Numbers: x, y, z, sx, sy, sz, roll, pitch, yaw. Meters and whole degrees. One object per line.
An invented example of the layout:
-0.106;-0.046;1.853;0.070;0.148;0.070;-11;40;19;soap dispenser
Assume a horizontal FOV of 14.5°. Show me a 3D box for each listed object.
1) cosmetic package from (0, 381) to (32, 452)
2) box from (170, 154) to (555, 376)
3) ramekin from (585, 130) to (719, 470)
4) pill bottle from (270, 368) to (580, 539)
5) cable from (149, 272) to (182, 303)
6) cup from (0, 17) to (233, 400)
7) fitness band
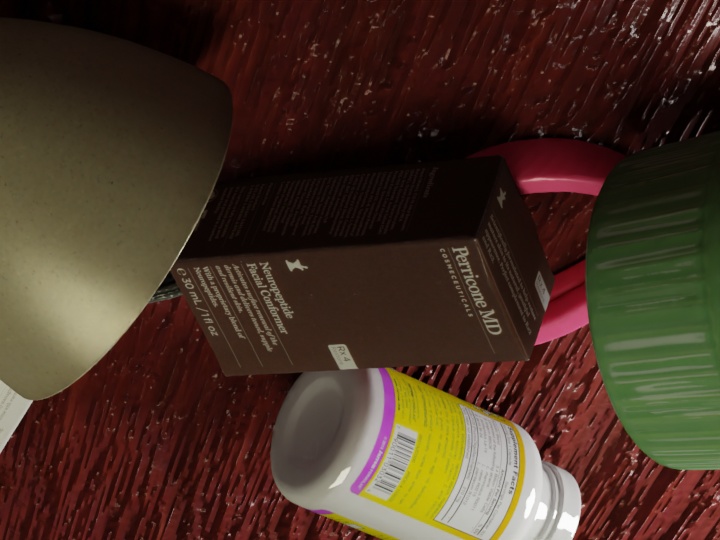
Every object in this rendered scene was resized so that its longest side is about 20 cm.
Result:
-0.282;0.023;1.657;0.199;0.085;0.108;26;125;-17;cosmetic package
0.000;0.000;1.616;0.199;0.075;0.100;-6;132;25;box
0.204;0.017;1.565;0.097;0.201;0.200;-8;147;30;ramekin
0.046;0.132;1.835;0.199;0.105;0.104;25;141;-32;pill bottle
-0.179;0.029;1.734;0.199;0.051;0.097;-6;141;16;cable
-0.182;-0.054;1.493;0.143;0.201;0.200;34;138;-22;cup
0.090;-0.012;1.669;0.143;0.038;0.200;26;140;-32;fitness band
